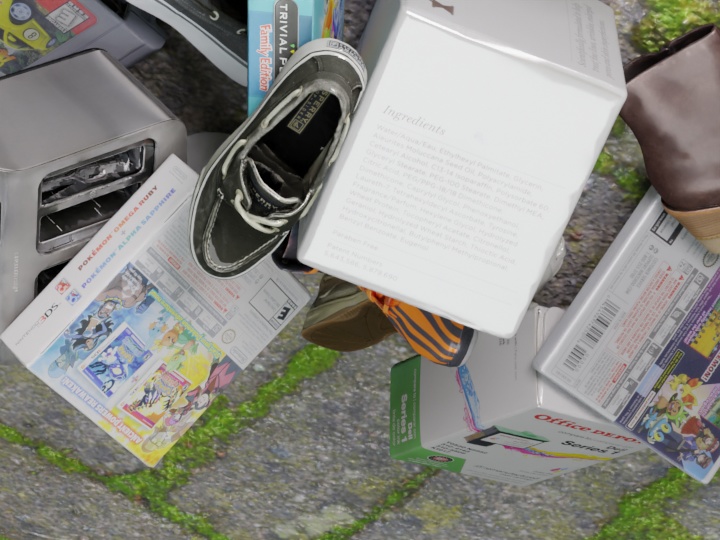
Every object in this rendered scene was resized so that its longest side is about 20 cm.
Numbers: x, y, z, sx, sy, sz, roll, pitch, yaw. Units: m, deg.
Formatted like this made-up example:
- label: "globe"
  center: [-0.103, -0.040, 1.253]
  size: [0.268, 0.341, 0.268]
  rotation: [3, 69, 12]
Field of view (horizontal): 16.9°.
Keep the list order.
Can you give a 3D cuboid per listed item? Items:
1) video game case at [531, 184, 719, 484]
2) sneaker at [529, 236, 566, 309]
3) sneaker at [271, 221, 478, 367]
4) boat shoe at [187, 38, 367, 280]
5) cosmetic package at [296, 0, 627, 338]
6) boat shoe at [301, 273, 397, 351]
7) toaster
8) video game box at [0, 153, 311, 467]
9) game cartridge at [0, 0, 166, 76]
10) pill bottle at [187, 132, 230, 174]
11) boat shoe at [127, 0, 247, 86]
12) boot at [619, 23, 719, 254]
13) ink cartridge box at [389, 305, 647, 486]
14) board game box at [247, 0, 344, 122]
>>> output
- label: "video game case"
  center: [0.252, 0.036, 1.839]
  size: [0.182, 0.023, 0.201]
  rotation: [34, 91, -24]
- label: "sneaker"
  center: [0.117, -0.039, 1.852]
  size: [0.080, 0.077, 0.201]
  rotation: [-3, 139, -18]
- label: "sneaker"
  center: [0.000, 0.000, 1.749]
  size: [0.111, 0.200, 0.078]
  rotation: [3, 123, -36]
- label: "boat shoe"
  center: [-0.062, -0.061, 1.578]
  size: [0.070, 0.064, 0.201]
  rotation: [25, 125, -9]
- label: "cosmetic package"
  center: [0.067, -0.096, 1.666]
  size: [0.164, 0.165, 0.201]
  rotation: [20, 116, -8]
- label: "boat shoe"
  center: [0.027, 0.012, 1.875]
  size: [0.072, 0.065, 0.199]
  rotation: [25, 154, -29]
- label: "toaster"
  center: [-0.223, -0.049, 1.760]
  size: [0.119, 0.199, 0.182]
  rotation: [40, 136, 34]
- label: "video game box"
  center: [-0.145, 0.034, 1.778]
  size: [0.047, 0.182, 0.200]
  rotation: [38, 174, 34]
- label: "game cartridge"
  center: [-0.256, -0.201, 1.776]
  size: [0.133, 0.041, 0.200]
  rotation: [-24, 128, 40]
- label: "pill bottle"
  center: [-0.124, -0.009, 1.907]
  size: [0.109, 0.110, 0.201]
  rotation: [12, 140, 0]
- label: "boat shoe"
  center: [-0.120, -0.206, 1.718]
  size: [0.056, 0.069, 0.200]
  rotation: [-30, 131, 29]
- label: "boot"
  center: [0.291, -0.107, 1.726]
  size: [0.199, 0.073, 0.167]
  rotation: [-25, 119, 20]
- label: "ink cartridge box"
  center: [0.137, 0.104, 1.936]
  size: [0.144, 0.085, 0.199]
  rotation: [15, 157, -31]
- label: "board game box"
  center: [-0.041, -0.181, 1.623]
  size: [0.046, 0.151, 0.201]
  rotation: [6, 126, 5]
